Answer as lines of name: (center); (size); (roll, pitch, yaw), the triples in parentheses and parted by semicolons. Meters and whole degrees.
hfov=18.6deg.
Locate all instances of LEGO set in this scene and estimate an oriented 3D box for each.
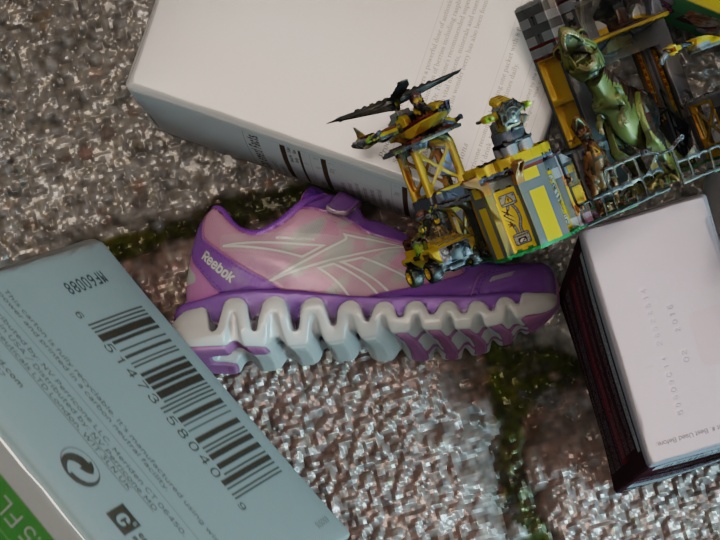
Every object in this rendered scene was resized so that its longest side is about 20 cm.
LEGO set: (0.092, -0.083, 0.955); (0.199, 0.154, 0.117); (-22, 93, -12)

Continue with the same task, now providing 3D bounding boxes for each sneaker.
sneaker: (0.000, 0.000, 1.105); (0.198, 0.081, 0.089); (-2, 74, 3)

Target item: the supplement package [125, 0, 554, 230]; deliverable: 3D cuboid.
supplement package: (0.001, -0.104, 1.094); (0.198, 0.120, 0.122); (20, 85, 4)

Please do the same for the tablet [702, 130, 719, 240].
tablet: (0.188, 0.030, 1.014); (0.014, 0.200, 0.131); (-4, 117, -9)

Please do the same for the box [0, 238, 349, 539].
box: (-0.152, 0.123, 1.008); (0.171, 0.200, 0.199); (-44, 82, 21)

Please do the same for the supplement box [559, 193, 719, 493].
supplement box: (0.138, 0.040, 1.028); (0.060, 0.200, 0.110); (-16, 82, -1)

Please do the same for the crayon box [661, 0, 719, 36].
crayon box: (0.141, -0.220, 1.068); (0.199, 0.058, 0.174); (18, 85, -23)
